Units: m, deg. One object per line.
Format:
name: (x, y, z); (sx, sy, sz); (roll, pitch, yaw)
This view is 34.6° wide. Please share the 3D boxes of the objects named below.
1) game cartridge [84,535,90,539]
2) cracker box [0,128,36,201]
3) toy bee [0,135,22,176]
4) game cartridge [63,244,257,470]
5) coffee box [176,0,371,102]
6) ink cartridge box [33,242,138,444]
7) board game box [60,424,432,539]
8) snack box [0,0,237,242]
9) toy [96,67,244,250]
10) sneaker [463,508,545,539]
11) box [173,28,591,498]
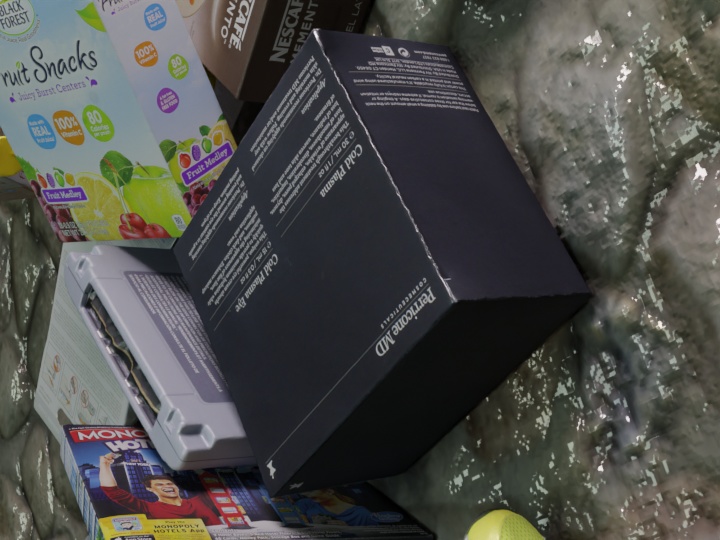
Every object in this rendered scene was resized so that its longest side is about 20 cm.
game cartridge: (-0.176, 0.263, 0.949); (0.200, 0.041, 0.134); (-31, 71, 47)
cracker box: (-0.341, -0.143, 1.037); (0.200, 0.057, 0.135); (43, -138, -84)
toy bee: (-0.266, -0.130, 0.976); (0.200, 0.131, 0.109); (35, 160, 31)
game cartridge: (-0.104, 0.054, 0.775); (0.200, 0.133, 0.041); (50, 128, 39)
coffee box: (-0.081, -0.208, 0.783); (0.200, 0.079, 0.115); (46, 126, 40)
ink cartridge box: (-0.215, 0.068, 0.987); (0.162, 0.057, 0.201); (38, 125, 44)
board game box: (-0.088, 0.148, 0.745); (0.200, 0.199, 0.062); (39, 120, 60)
snack box: (-0.180, -0.121, 0.781); (0.168, 0.068, 0.201); (-2, 118, 43)
toy: (-0.136, -0.077, 0.882); (0.115, 0.047, 0.200); (52, 124, 42)
sneaker: (0.124, 0.189, 0.552); (0.090, 0.078, 0.200); (-52, 58, 28)
box: (0.000, 0.000, 0.668); (0.200, 0.104, 0.183); (-50, 54, 40)
